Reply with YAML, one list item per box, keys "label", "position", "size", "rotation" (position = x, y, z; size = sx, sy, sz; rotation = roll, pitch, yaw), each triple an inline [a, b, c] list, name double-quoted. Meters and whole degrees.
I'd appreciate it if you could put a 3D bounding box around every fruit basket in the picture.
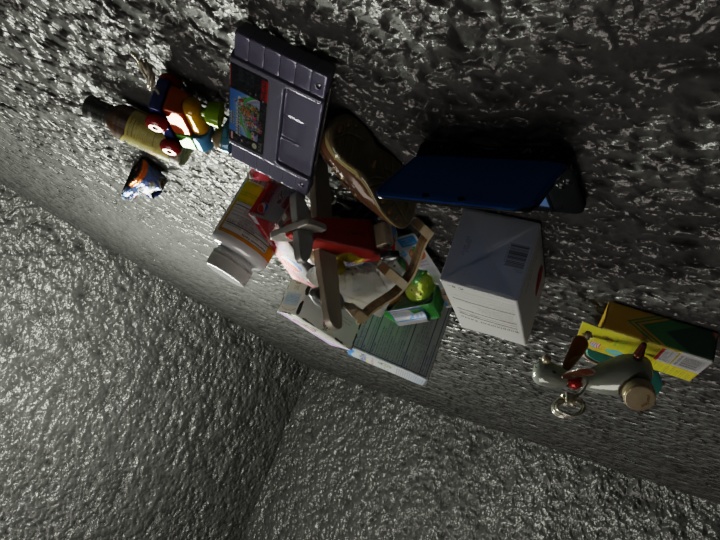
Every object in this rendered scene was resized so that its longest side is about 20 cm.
- label: "fruit basket"
  position: [0.072, 0.022, 1.133]
  size: [0.181, 0.096, 0.200]
  rotation: [-12, 137, 34]

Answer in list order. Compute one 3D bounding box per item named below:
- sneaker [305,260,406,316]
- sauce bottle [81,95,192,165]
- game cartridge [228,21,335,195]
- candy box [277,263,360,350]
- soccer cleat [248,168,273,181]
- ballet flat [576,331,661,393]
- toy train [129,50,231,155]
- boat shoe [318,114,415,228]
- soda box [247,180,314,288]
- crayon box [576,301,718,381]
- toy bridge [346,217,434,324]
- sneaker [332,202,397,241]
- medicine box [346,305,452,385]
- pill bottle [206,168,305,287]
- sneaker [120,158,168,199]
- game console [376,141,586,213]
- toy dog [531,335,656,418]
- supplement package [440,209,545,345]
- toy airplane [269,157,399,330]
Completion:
- label: "sneaker"
  position: [0.000, 0.000, 1.008]
  size: [0.198, 0.117, 0.074]
  rotation: [22, -162, -47]
- label: "sauce bottle"
  position: [-0.393, -0.252, 1.037]
  size: [0.195, 0.066, 0.065]
  rotation: [25, 164, 2]
- label: "game cartridge"
  position: [-0.107, -0.195, 0.742]
  size: [0.126, 0.039, 0.202]
  rotation: [23, 143, 3]
- label: "candy box"
  position: [-0.055, 0.031, 1.185]
  size: [0.070, 0.205, 0.167]
  rotation: [5, 156, 46]
- label: "soccer cleat"
  position: [-0.110, -0.186, 0.873]
  size: [0.075, 0.069, 0.199]
  rotation: [-11, 173, -31]
- label: "ballet flat"
  position: [0.492, 0.172, 1.125]
  size: [0.197, 0.069, 0.067]
  rotation: [34, -179, -13]
- label: "toy train"
  position: [-0.251, -0.239, 0.858]
  size: [0.112, 0.087, 0.201]
  rotation: [12, 163, 2]
- label: "boat shoe"
  position: [0.008, -0.137, 0.826]
  size: [0.067, 0.073, 0.200]
  rotation: [11, 153, 50]
- label: "soda box"
  position: [-0.109, -0.055, 0.975]
  size: [0.062, 0.071, 0.201]
  rotation: [19, 156, 26]
- label: "crayon box"
  position: [0.468, 0.114, 0.979]
  size: [0.195, 0.052, 0.127]
  rotation: [18, 162, 20]
- label: "toy bridge"
  position: [0.056, 0.010, 0.987]
  size: [0.067, 0.202, 0.027]
  rotation: [33, -174, -45]
- label: "sneaker"
  position: [-0.022, -0.073, 1.040]
  size: [0.196, 0.077, 0.077]
  rotation: [9, 158, 39]
- label: "medicine box"
  position: [0.088, 0.131, 1.321]
  size: [0.195, 0.186, 0.103]
  rotation: [21, 164, 8]
- label: "pill bottle"
  position: [-0.183, -0.079, 1.010]
  size: [0.107, 0.204, 0.110]
  rotation: [27, 167, 7]
- label: "sneaker"
  position: [-0.498, -0.193, 1.349]
  size: [0.077, 0.077, 0.198]
  rotation: [28, 165, -27]
- label: "game console"
  position: [0.147, -0.084, 0.699]
  size: [0.196, 0.121, 0.171]
  rotation: [12, 160, 36]
- label: "toy dog"
  position: [0.386, 0.155, 0.948]
  size: [0.193, 0.099, 0.133]
  rotation: [-6, -156, -1]
- label: "supplement package"
  position: [0.211, 0.015, 0.904]
  size: [0.117, 0.124, 0.200]
  rotation: [15, 162, 25]
- label: "toy airplane"
  position: [-0.052, -0.042, 0.884]
  size: [0.200, 0.201, 0.140]
  rotation: [48, 144, -14]
